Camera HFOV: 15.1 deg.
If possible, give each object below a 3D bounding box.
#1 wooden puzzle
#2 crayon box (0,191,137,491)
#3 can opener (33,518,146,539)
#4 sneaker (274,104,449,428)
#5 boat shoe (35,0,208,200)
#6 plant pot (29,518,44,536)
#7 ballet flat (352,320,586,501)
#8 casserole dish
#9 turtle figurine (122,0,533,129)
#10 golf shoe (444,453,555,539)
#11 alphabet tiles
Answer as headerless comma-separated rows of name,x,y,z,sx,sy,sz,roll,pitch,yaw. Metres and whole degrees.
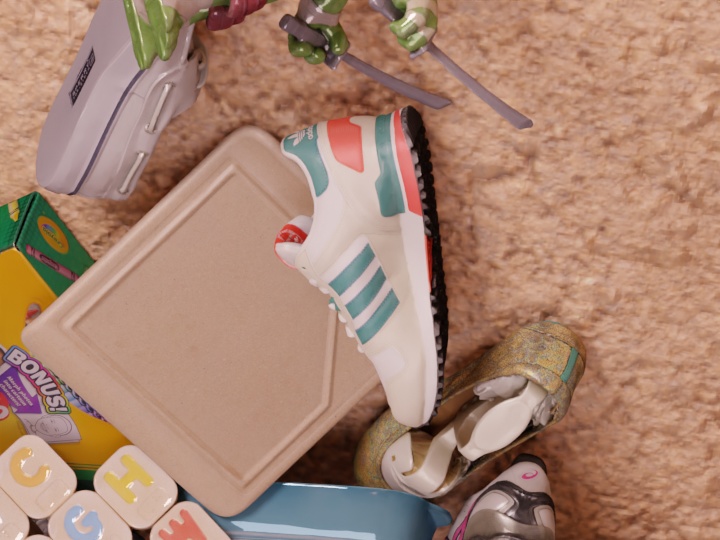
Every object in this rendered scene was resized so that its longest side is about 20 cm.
wooden puzzle,-0.075,0.031,1.649,0.200,0.037,0.185,-41,114,10
crayon box,-0.199,0.055,1.706,0.119,0.058,0.200,-21,123,25
can opener,-0.164,0.200,1.836,0.200,0.053,0.066,37,161,-18
sneaker,0.000,0.000,1.598,0.093,0.070,0.200,-3,116,7
boat shoe,-0.119,-0.114,1.544,0.066,0.072,0.200,14,125,-25
plant pot,-0.302,0.237,1.742,0.200,0.135,0.200,-1,142,0
ballet flat,0.061,0.102,1.692,0.071,0.071,0.200,38,126,-20
casserole dish,-0.042,0.167,1.747,0.200,0.039,0.121,2,162,9
turtle figurine,-0.018,-0.126,1.439,0.194,0.144,0.200,-13,124,-14
golf shoe,0.088,0.186,1.752,0.073,0.092,0.200,19,154,-4
alphabet tiles,-0.178,0.206,1.676,0.196,0.200,0.015,46,169,1
